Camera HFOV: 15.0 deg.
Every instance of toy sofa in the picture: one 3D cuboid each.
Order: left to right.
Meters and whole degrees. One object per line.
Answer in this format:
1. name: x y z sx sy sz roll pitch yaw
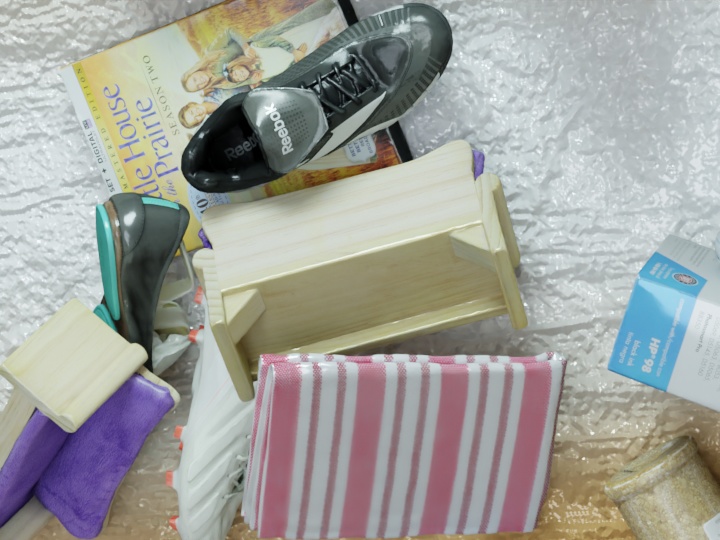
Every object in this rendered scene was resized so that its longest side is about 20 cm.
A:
1. toy sofa: -0.203 0.121 1.797 0.097 0.083 0.200 41 138 6
2. toy sofa: 0.000 0.000 1.725 0.199 0.098 0.083 -15 138 4

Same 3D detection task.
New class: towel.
1. towel: 0.027 0.108 1.737 0.199 0.030 0.147 0 129 -10

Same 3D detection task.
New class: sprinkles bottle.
1. sprinkles bottle: 0.233 0.205 1.736 0.068 0.068 0.201 -30 93 21

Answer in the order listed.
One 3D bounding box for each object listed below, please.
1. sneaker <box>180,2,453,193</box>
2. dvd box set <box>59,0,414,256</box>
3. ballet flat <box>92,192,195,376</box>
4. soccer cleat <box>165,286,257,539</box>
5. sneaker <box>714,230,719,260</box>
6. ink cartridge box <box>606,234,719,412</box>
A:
1. sneaker: -0.031 -0.099 1.698 0.199 0.090 0.067 -28 95 20
2. dvd box set: -0.082 -0.101 1.777 0.199 0.029 0.147 -19 97 20
3. ballet flat: -0.142 0.028 1.791 0.068 0.068 0.201 -8 141 -18
4. soccer cleat: -0.080 0.098 1.807 0.077 0.069 0.201 11 103 11
5. sneaker: 0.320 -0.042 1.646 0.199 0.080 0.131 10 108 4
6. ink cartridge box: 0.261 0.052 1.664 0.199 0.116 0.067 21 108 12
